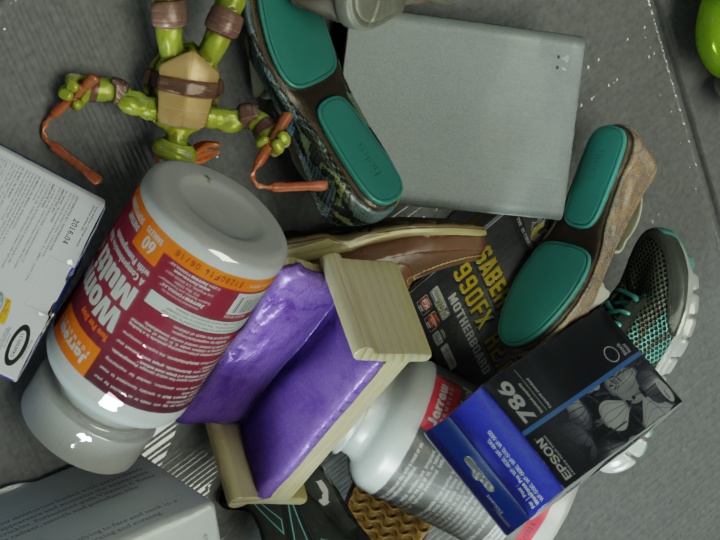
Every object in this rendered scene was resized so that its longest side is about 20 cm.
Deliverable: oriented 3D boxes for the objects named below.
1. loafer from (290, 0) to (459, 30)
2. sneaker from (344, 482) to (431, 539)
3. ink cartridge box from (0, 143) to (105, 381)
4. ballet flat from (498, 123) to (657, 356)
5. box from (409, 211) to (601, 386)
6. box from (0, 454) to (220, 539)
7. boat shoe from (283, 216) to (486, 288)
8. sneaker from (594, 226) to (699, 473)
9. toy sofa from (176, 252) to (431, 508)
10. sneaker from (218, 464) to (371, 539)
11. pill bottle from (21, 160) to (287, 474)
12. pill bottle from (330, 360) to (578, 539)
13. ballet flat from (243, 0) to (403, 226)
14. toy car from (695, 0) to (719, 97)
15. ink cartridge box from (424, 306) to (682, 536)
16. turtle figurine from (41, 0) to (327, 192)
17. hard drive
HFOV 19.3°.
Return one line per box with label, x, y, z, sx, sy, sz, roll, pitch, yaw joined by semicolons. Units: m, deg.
loafer;0.024;-0.221;1.518;0.200;0.063;0.072;-30;124;-51
sneaker;0.004;0.230;1.651;0.075;0.090;0.201;25;64;-3
ink cartridge box;-0.259;-0.019;1.369;0.199;0.076;0.137;29;87;-37
ballet flat;0.176;-0.014;1.637;0.067;0.068;0.201;33;84;-46
box;0.114;0.044;1.679;0.158;0.048;0.201;-38;123;-21
box;-0.201;0.259;1.463;0.198;0.130;0.201;-21;116;-30
boat shoe;0.000;0.000;1.527;0.199;0.072;0.068;-9;98;-25
sneaker;0.202;0.060;1.675;0.091;0.077;0.201;14;93;-35
toy sofa;-0.046;0.079;1.469;0.097;0.083;0.200;4;141;-35
sneaker;-0.025;0.215;1.570;0.079;0.200;0.075;-36;164;-9
pill bottle;-0.142;0.034;1.413;0.109;0.110;0.200;15;120;-38
pill bottle;0.059;0.133;1.594;0.199;0.111;0.111;27;87;-10
ballet flat;-0.042;-0.119;1.493;0.074;0.074;0.201;-23;86;-29
toy car;0.366;-0.221;1.716;0.200;0.150;0.176;-35;122;-23
ink cartridge box;0.145;0.108;1.562;0.200;0.039;0.100;-31;77;-41
turtle figurine;-0.108;-0.131;1.439;0.198;0.064;0.162;11;104;-7
hard drive;0.067;-0.116;1.573;0.199;0.033;0.141;4;96;-24
